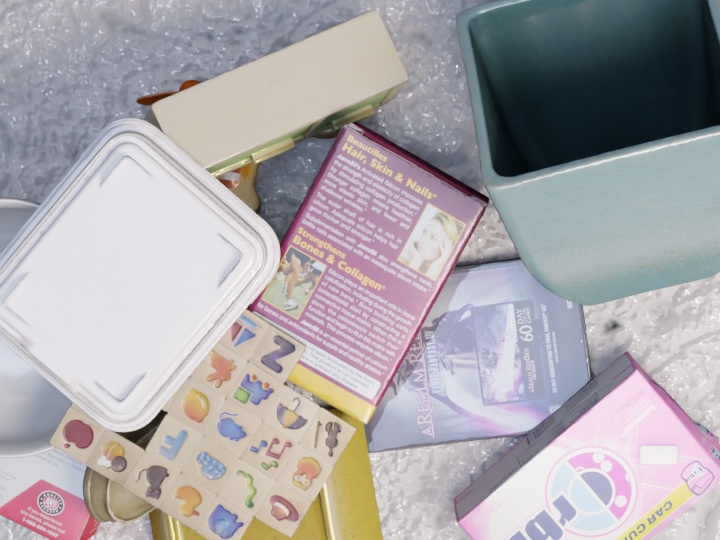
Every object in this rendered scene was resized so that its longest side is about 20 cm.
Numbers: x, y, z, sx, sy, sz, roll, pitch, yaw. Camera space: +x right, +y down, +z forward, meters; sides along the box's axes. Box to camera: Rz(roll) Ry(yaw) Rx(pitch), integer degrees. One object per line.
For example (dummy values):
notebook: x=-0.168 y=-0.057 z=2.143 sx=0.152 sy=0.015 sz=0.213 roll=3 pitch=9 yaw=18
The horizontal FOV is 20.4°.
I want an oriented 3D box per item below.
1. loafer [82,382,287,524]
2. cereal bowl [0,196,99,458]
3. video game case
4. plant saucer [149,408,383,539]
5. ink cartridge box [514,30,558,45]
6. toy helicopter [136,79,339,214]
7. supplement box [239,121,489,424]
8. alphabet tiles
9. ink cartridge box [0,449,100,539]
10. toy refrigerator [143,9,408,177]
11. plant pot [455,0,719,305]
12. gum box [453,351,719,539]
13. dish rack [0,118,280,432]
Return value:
loafer: x=-0.137 y=0.132 z=1.609 sx=0.200 sy=0.067 sz=0.076 roll=-42 pitch=129 yaw=-19
cereal bowl: x=-0.275 y=0.040 z=1.565 sx=0.198 sy=0.083 sz=0.202 roll=-1 pitch=97 yaw=-5
video game case: x=0.087 y=0.068 z=1.644 sx=0.198 sy=0.019 sz=0.144 roll=-8 pitch=91 yaw=7
plant saucer: x=-0.082 y=0.227 z=1.648 sx=0.198 sy=0.048 sz=0.202 roll=-10 pitch=90 yaw=12
ink cartridge box: x=0.162 y=-0.292 z=1.588 sx=0.146 sy=0.086 sz=0.202 roll=-17 pitch=89 yaw=8
toy helicopter: x=-0.102 y=-0.110 z=1.648 sx=0.199 sy=0.079 sz=0.133 roll=-24 pitch=79 yaw=-3
supplement box: x=0.000 y=0.000 z=1.589 sx=0.130 sy=0.103 sz=0.201 roll=30 pitch=96 yaw=2
alphabet tiles: x=-0.112 y=0.112 z=1.540 sx=0.199 sy=0.008 sz=0.168 roll=32 pitch=92 yaw=-5
ink cartridge box: x=-0.250 y=0.105 z=1.657 sx=0.144 sy=0.083 sz=0.201 roll=26 pitch=95 yaw=6
toy refrigerator: x=-0.067 y=-0.130 z=1.585 sx=0.199 sy=0.076 sz=0.070 roll=-25 pitch=86 yaw=-16
plant pot: x=0.197 y=-0.086 z=1.522 sx=0.195 sy=0.201 sz=0.197 roll=-14 pitch=46 yaw=8
gum box: x=0.185 y=0.169 z=1.597 sx=0.200 sy=0.066 sz=0.114 roll=-41 pitch=99 yaw=7
dish rack: x=-0.176 y=0.006 z=1.505 sx=0.171 sy=0.044 sz=0.200 roll=40 pitch=92 yaw=-5
